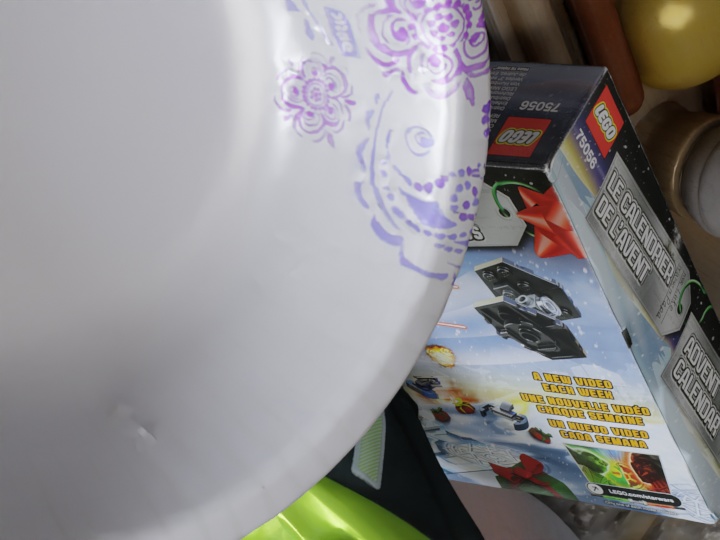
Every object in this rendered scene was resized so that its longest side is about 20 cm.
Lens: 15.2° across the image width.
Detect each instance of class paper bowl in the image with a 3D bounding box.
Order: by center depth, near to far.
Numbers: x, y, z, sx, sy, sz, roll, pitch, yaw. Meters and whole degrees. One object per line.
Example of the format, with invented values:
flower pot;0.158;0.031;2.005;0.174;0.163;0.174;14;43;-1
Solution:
paper bowl;-0.079;-0.036;0.600;0.200;0.104;0.202;-9;109;-30

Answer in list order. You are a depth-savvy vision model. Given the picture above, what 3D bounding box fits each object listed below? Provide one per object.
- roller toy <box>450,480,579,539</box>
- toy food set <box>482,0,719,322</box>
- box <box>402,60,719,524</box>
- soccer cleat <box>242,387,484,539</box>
roller toy;0.001;0.167;0.892;0.199;0.140;0.183;-20;128;8
toy food set;0.105;-0.087;0.706;0.143;0.060;0.200;-43;136;-19
box;0.000;0.000;0.751;0.199;0.040;0.137;7;141;36
soccer cleat;-0.030;0.030;0.720;0.067;0.081;0.200;-36;89;29
